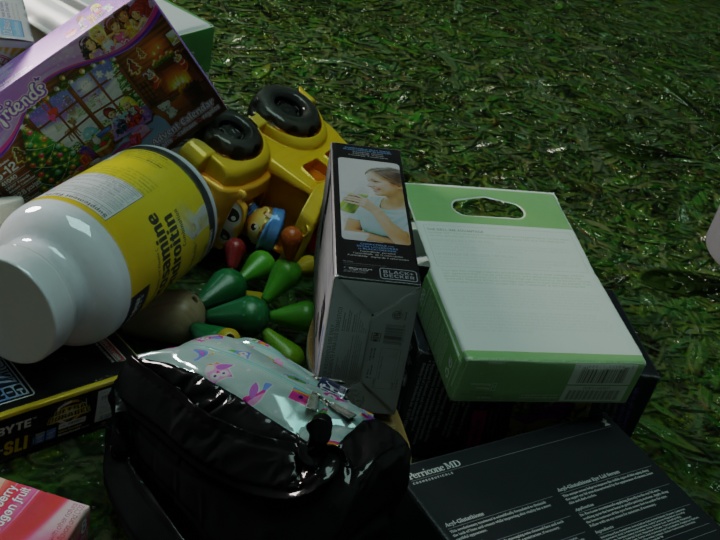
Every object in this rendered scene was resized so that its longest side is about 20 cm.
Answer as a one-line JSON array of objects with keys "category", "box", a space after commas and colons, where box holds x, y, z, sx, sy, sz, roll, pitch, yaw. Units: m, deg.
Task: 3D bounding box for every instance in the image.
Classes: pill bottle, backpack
[{"category": "pill bottle", "box": [-0.199, -0.013, 0.795, 0.112, 0.112, 0.200, 22, 32, 13]}, {"category": "backpack", "box": [-0.073, 0.128, 0.690, 0.200, 0.167, 0.126, 29, 17, 29]}]

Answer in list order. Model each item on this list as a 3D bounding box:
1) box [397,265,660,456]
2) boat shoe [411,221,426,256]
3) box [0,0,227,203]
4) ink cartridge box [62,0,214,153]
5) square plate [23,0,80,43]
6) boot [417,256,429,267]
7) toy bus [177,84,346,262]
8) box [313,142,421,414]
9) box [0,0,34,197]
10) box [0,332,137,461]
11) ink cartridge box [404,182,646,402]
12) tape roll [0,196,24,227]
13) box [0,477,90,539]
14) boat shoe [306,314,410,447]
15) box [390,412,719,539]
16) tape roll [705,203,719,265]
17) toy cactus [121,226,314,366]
[{"category": "box", "box": [0.120, 0.079, 0.873, 0.199, 0.106, 0.122, 7, 33, -13]}, {"category": "boat shoe", "box": [0.100, -0.019, 1.065, 0.200, 0.070, 0.072, 8, 29, -23]}, {"category": "box", "box": [-0.230, -0.134, 0.898, 0.200, 0.137, 0.039, -36, 44, -2]}, {"category": "ink cartridge box", "box": [-0.228, -0.164, 1.035, 0.146, 0.200, 0.083, 31, 38, 27]}, {"category": "square plate", "box": [-0.302, -0.163, 1.001, 0.200, 0.199, 0.028, 32, 36, 28]}, {"category": "boot", "box": [0.075, 0.013, 0.999, 0.090, 0.073, 0.200, 6, -2, 45]}, {"category": "toy bus", "box": [-0.072, -0.061, 1.020, 0.192, 0.136, 0.200, 41, 38, 11]}, {"category": "box", "box": [0.000, 0.000, 0.805, 0.060, 0.117, 0.200, 6, 34, -6]}, {"category": "box", "box": [-0.348, -0.136, 0.935, 0.101, 0.200, 0.113, -1, 34, -23]}, {"category": "box", "box": [-0.280, 0.056, 0.803, 0.159, 0.049, 0.200, -18, 43, -39]}, {"category": "ink cartridge box", "box": [0.114, 0.013, 0.820, 0.145, 0.048, 0.200, 3, 39, -18]}, {"category": "tape roll", "box": [-0.358, -0.023, 0.818, 0.202, 0.037, 0.203, -8, 10, 2]}, {"category": "box", "box": [-0.226, 0.202, 0.541, 0.099, 0.096, 0.200, 16, 31, 5]}, {"category": "boat shoe", "box": [-0.008, 0.105, 0.813, 0.071, 0.069, 0.200, 4, 37, -10]}, {"category": "box", "box": [0.130, 0.186, 0.731, 0.199, 0.079, 0.141, -8, 40, -32]}, {"category": "tape roll", "box": [0.514, -0.030, 1.252, 0.200, 0.066, 0.200, 11, 30, -6]}, {"category": "toy cactus", "box": [-0.114, 0.034, 0.880, 0.164, 0.102, 0.200, 0, 41, -4]}]
